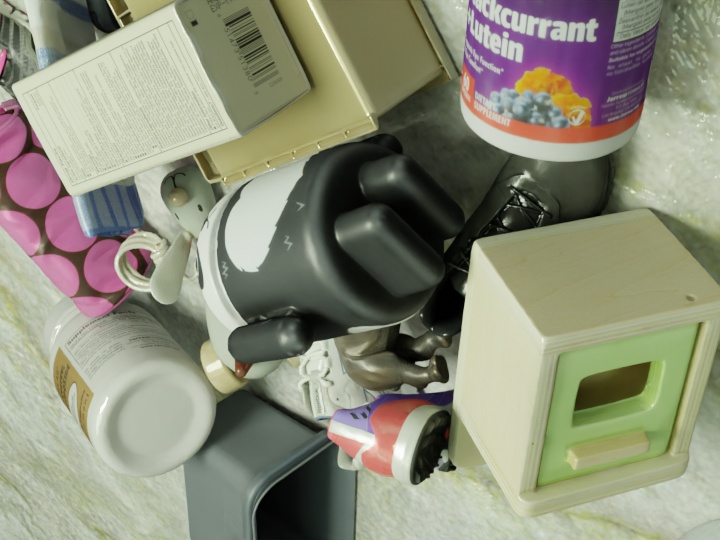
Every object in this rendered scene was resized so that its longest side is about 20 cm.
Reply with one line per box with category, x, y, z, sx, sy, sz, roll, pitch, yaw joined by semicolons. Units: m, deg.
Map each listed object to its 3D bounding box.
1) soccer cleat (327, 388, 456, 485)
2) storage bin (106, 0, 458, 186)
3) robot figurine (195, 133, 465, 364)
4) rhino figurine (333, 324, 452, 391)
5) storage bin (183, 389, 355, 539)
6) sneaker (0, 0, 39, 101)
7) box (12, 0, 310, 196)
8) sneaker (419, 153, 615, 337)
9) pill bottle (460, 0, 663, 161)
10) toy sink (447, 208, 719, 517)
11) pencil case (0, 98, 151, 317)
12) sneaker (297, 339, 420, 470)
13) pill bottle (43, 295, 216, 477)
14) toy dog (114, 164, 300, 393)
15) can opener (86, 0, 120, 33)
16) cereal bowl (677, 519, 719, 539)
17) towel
soccer cleat;0.038;0.115;0.940;0.073;0.200;0.069;17;94;17
storage bin;-0.070;-0.180;0.880;0.198;0.094;0.201;-14;110;46
robot figurine;-0.026;-0.016;0.850;0.199;0.150;0.126;-15;93;47
rhino figurine;0.000;0.000;0.959;0.087;0.060;0.201;-20;91;28
storage bin;-0.101;0.220;1.172;0.134;0.145;0.201;30;136;34
sneaker;-0.344;-0.202;1.101;0.200;0.087;0.074;46;138;4
box;-0.139;-0.123;0.852;0.199;0.078;0.095;-10;112;45
sneaker;0.102;-0.021;0.848;0.076;0.091;0.200;37;136;9
pill bottle;0.117;-0.173;0.709;0.111;0.111;0.201;23;132;26
toy sink;0.143;0.079;0.826;0.112;0.129;0.201;-120;27;-47
pencil case;-0.270;-0.058;1.111;0.093;0.091;0.200;-38;114;5
sneaker;-0.016;0.070;1.018;0.074;0.087;0.201;-14;108;46
pill bottle;-0.220;0.093;1.150;0.200;0.114;0.115;37;144;53
toy dog;-0.119;0.018;1.046;0.200;0.096;0.132;44;102;-1
can opener;-0.199;-0.275;0.943;0.078;0.063;0.201;18;130;31
cereal bowl;0.293;0.283;0.910;0.199;0.083;0.201;23;131;28
towel;-0.215;-0.125;0.987;0.024;0.147;0.202;-13;91;4
